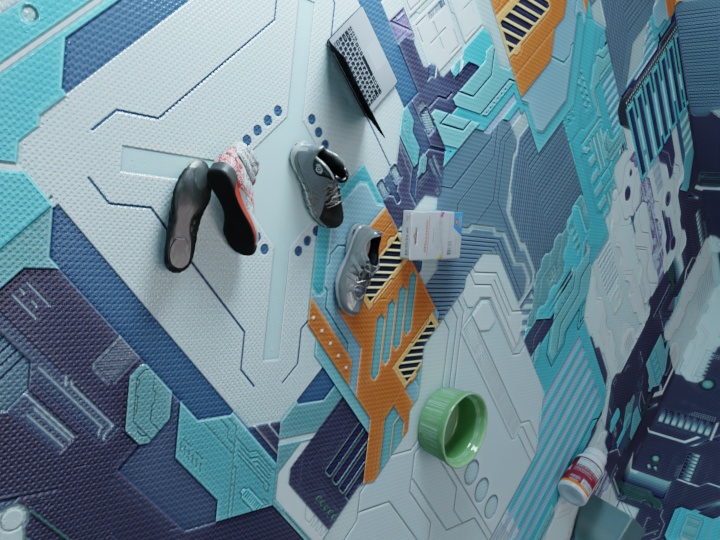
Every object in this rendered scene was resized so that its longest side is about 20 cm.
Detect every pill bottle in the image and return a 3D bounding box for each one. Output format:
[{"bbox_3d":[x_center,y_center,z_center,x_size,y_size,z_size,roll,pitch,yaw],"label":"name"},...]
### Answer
[{"bbox_3d":[0.800,0.734,2.398,0.200,0.112,0.114,-39,124,-34],"label":"pill bottle"}]

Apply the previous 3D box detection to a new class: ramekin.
[{"bbox_3d":[0.241,0.408,1.765,0.199,0.097,0.203,-11,106,-44],"label":"ramekin"}]

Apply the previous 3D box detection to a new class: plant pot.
[{"bbox_3d":[0.920,0.996,2.527,0.201,0.195,0.196,-55,132,-12],"label":"plant pot"}]

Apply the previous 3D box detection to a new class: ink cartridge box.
[{"bbox_3d":[0.159,-0.086,1.606,0.199,0.067,0.117,-4,100,-46],"label":"ink cartridge box"}]

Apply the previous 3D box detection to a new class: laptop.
[{"bbox_3d":[0.024,-0.408,1.370,0.201,0.115,0.188,-52,131,-25],"label":"laptop"}]

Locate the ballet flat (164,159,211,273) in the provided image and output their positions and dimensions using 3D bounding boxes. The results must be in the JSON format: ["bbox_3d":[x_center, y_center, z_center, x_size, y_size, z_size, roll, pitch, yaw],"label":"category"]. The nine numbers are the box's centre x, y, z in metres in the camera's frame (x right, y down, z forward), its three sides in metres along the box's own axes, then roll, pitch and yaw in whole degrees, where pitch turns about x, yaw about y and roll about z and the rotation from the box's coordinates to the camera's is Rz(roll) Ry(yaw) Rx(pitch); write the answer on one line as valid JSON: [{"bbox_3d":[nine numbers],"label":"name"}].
[{"bbox_3d":[-0.303,-0.095,1.150,0.066,0.057,0.203,19,78,-32],"label":"ballet flat"}]

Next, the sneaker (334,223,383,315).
[{"bbox_3d":[0.000,0.000,1.447,0.074,0.081,0.203,6,94,-46],"label":"sneaker"}]

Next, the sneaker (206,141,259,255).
[{"bbox_3d":[-0.211,-0.131,1.214,0.109,0.066,0.203,-66,154,-43],"label":"sneaker"}]

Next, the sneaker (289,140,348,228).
[{"bbox_3d":[-0.060,-0.163,1.329,0.075,0.115,0.201,-47,128,-29],"label":"sneaker"}]
